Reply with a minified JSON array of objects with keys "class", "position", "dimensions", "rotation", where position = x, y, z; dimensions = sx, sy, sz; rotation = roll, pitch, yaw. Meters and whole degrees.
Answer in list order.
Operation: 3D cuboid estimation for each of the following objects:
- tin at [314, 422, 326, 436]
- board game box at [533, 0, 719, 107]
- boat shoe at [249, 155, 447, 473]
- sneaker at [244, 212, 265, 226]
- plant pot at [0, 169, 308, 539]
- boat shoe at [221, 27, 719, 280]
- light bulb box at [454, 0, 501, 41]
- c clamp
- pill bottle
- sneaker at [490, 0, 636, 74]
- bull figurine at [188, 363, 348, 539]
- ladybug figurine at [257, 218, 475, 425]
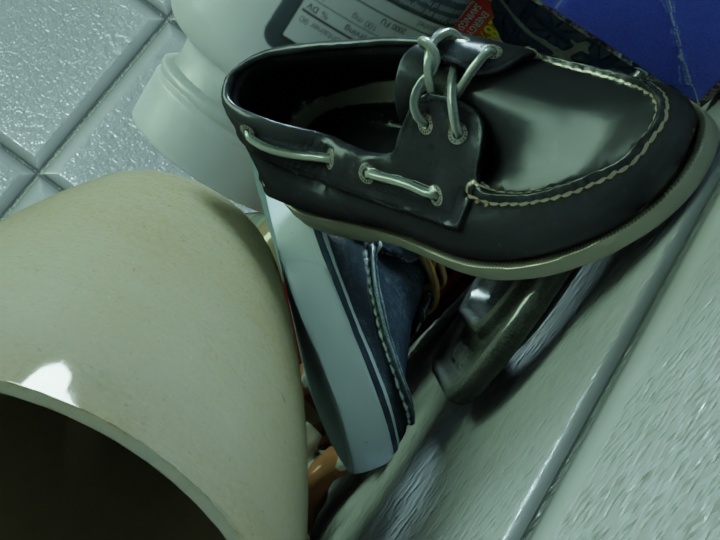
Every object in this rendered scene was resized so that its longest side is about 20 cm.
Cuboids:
[{"class":"tin","position":[0.012,0.013,1.095],"dimensions":[0.200,0.042,0.112],"rotation":[-52,0,21]},{"class":"board game box","position":[0.142,-0.184,0.689],"dimensions":[0.159,0.097,0.200],"rotation":[-49,11,53]},{"class":"boat shoe","position":[0.013,-0.011,0.791],"dimensions":[0.200,0.091,0.071],"rotation":[-107,4,-48]},{"class":"sneaker","position":[-0.038,0.000,1.114],"dimensions":[0.079,0.074,0.200],"rotation":[-44,11,6]},{"class":"plant pot","position":[-0.094,0.054,0.684],"dimensions":[0.187,0.187,0.200],"rotation":[-51,11,32]},{"class":"boat shoe","position":[0.026,-0.045,0.680],"dimensions":[0.200,0.063,0.073],"rotation":[6,58,50]},{"class":"light bulb box","position":[0.086,-0.225,1.105],"dimensions":[0.198,0.200,0.125],"rotation":[-49,7,51]},{"class":"c clamp","position":[0.074,-0.027,0.753],"dimensions":[0.171,0.027,0.200],"rotation":[-53,3,7]},{"class":"pill bottle","position":[-0.015,-0.131,0.927],"dimensions":[0.200,0.120,0.120],"rotation":[-56,3,15]},{"class":"sneaker","position":[0.139,-0.155,0.903],"dimensions":[0.200,0.077,0.085],"rotation":[-41,1,39]},{"class":"bull figurine","position":[-0.057,0.114,0.824],"dimensions":[0.121,0.065,0.200],"rotation":[-46,10,39]},{"class":"ladybug figurine","position":[0.000,0.000,0.930],"dimensions":[0.200,0.072,0.136],"rotation":[-45,-13,0]}]
